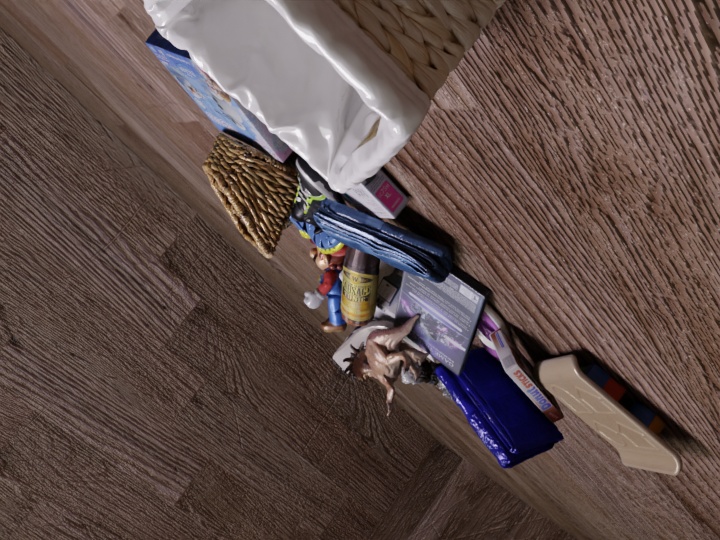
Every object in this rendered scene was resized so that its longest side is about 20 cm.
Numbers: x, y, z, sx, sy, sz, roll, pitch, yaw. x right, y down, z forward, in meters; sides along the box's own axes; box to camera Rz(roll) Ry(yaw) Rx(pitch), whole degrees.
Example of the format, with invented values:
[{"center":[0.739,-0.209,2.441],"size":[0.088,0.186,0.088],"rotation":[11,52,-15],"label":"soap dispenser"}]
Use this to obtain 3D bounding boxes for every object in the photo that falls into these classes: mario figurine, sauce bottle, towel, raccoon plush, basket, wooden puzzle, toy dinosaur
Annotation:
[{"center":[-0.064,0.008,1.399],"size":[0.124,0.103,0.206],"rotation":[-117,20,-74],"label":"mario figurine"},{"center":[0.000,0.000,1.196],"size":[0.065,0.065,0.204],"rotation":[32,138,32],"label":"sauce bottle"},{"center":[0.230,0.214,1.192],"size":[0.202,0.145,0.050],"rotation":[55,139,30],"label":"towel"},{"center":[0.033,-0.038,1.026],"size":[0.196,0.050,0.111],"rotation":[23,177,19],"label":"towel"},{"center":[0.185,0.207,1.320],"size":[0.134,0.194,0.100],"rotation":[167,93,-75],"label":"raccoon plush"},{"center":[-0.199,-0.129,1.200],"size":[0.140,0.152,0.200],"rotation":[23,-173,-28],"label":"basket"},{"center":[-0.020,-0.183,0.447],"size":[0.199,0.162,0.198],"rotation":[40,170,-7],"label":"basket"},{"center":[0.345,0.192,1.020],"size":[0.200,0.046,0.185],"rotation":[45,170,5],"label":"wooden puzzle"},{"center":[0.033,0.141,1.211],"size":[0.134,0.085,0.203],"rotation":[36,136,23],"label":"toy dinosaur"}]

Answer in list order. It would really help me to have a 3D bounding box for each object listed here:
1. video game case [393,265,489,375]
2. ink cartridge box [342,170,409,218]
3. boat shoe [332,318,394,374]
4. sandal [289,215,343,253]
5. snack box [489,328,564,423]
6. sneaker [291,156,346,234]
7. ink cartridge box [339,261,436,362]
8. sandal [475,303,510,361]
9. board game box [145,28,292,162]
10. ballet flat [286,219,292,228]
[{"center":[0.120,0.062,1.129],"size":[0.142,0.019,0.203],"rotation":[36,145,23],"label":"video game case"},{"center":[-0.032,-0.149,0.965],"size":[0.199,0.042,0.119],"rotation":[42,171,-18],"label":"ink cartridge box"},{"center":[0.024,0.117,1.334],"size":[0.075,0.093,0.199],"rotation":[45,140,-10],"label":"boat shoe"},{"center":[-0.077,-0.090,1.275],"size":[0.087,0.080,0.198],"rotation":[50,165,-31],"label":"sandal"},{"center":[0.262,0.168,1.136],"size":[0.200,0.024,0.073],"rotation":[45,-161,-42],"label":"snack box"},{"center":[-0.070,-0.101,1.102],"size":[0.073,0.082,0.200],"rotation":[58,-178,23],"label":"sneaker"},{"center":[0.071,0.060,1.326],"size":[0.198,0.087,0.147],"rotation":[33,167,27],"label":"ink cartridge box"},{"center":[0.194,0.099,1.146],"size":[0.082,0.050,0.203],"rotation":[28,162,44],"label":"sandal"},{"center":[-0.211,-0.269,1.102],"size":[0.198,0.044,0.199],"rotation":[31,167,43],"label":"board game box"},{"center":[-0.171,-0.123,1.473],"size":[0.067,0.076,0.200],"rotation":[38,169,11],"label":"ballet flat"}]
